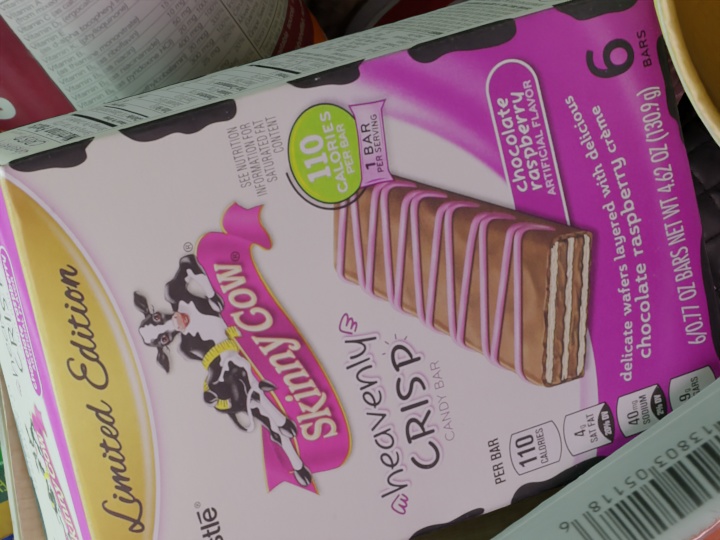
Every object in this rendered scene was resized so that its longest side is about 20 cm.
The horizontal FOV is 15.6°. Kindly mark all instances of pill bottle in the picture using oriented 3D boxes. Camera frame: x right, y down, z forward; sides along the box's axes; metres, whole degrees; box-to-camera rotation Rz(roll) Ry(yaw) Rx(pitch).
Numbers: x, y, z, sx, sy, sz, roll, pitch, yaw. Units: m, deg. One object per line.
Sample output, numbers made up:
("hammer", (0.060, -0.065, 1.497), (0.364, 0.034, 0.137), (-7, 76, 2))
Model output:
("pill bottle", (-0.097, -0.100, 0.779), (0.109, 0.110, 0.200), (-34, 128, 4))

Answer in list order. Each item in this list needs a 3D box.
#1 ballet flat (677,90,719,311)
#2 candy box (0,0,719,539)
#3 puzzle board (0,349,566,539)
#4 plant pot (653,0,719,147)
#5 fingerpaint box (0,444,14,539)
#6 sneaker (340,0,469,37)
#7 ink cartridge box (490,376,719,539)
("ballet flat", (0.139, -0.062, 0.864), (0.200, 0.057, 0.067), (-60, 164, -21))
("candy box", (-0.001, 0.006, 0.744), (0.199, 0.061, 0.137), (-18, 103, -19))
("puzzle board", (-0.007, 0.066, 0.789), (0.199, 0.017, 0.151), (-9, 97, -20))
("plant pot", (0.168, -0.117, 0.760), (0.199, 0.142, 0.201), (-2, 109, -5))
("fingerpaint box", (-0.095, 0.105, 0.883), (0.200, 0.073, 0.167), (-24, 126, 28))
("sneaker", (0.084, -0.097, 0.840), (0.200, 0.113, 0.071), (-41, 117, 9))
("ink cartridge box", (0.084, 0.146, 0.790), (0.162, 0.050, 0.200), (-34, 130, -5))
